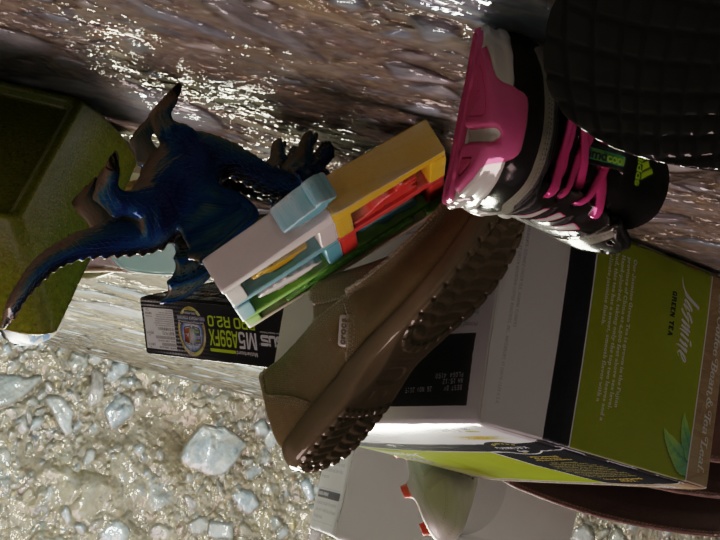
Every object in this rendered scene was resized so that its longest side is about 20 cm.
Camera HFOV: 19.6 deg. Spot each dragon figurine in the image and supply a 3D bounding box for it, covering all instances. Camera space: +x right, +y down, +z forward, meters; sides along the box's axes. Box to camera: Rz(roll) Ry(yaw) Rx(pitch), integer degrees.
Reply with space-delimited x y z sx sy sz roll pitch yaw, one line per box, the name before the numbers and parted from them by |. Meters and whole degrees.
dragon figurine | -0.091 -0.024 1.062 0.099 0.200 0.059 42 143 -6

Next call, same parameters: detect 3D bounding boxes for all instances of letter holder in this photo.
letter holder | 0.217 0.119 1.566 0.198 0.144 0.101 14 172 -8

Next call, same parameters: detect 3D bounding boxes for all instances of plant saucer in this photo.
plant saucer | -0.233 -0.056 1.119 0.198 0.048 0.200 13 -148 1

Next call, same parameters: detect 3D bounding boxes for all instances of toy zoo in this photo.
toy zoo | -0.016 -0.022 1.074 0.131 0.021 0.200 -32 173 -3

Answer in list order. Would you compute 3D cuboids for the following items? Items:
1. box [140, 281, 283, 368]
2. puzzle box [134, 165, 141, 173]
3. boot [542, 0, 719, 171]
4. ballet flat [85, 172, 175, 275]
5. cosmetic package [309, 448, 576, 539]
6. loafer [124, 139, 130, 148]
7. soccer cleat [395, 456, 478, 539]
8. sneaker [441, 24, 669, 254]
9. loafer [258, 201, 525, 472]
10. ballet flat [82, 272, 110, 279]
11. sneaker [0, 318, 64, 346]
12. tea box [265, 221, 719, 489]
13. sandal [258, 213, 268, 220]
box | -0.041 0.031 1.511 0.159 0.045 0.199 -12 -171 -38
puzzle box | -0.232 -0.072 1.374 0.198 0.026 0.133 12 172 8
boot | 0.171 -0.054 0.707 0.198 0.068 0.130 10 178 30
ballet flat | -0.158 -0.033 1.273 0.198 0.063 0.069 -6 132 13
cosmetic package | 0.081 0.142 1.739 0.197 0.202 0.123 14 175 -11
loafer | -0.234 -0.067 1.270 0.198 0.064 0.072 10 173 19
soccer cleat | 0.067 0.104 1.433 0.077 0.201 0.070 -16 123 14
sneaker | 0.084 -0.049 0.845 0.087 0.075 0.200 12 177 7
loafer | 0.010 0.019 1.129 0.067 0.200 0.076 45 -168 21
ballet flat | -0.222 -0.025 1.502 0.199 0.064 0.067 5 -153 38
sneaker | -0.224 -0.002 1.422 0.072 0.073 0.200 -12 159 0
tea box | 0.085 0.050 1.269 0.196 0.135 0.199 20 165 -38
sandal | 0.001 0.000 1.384 0.199 0.058 0.080 16 172 -21
